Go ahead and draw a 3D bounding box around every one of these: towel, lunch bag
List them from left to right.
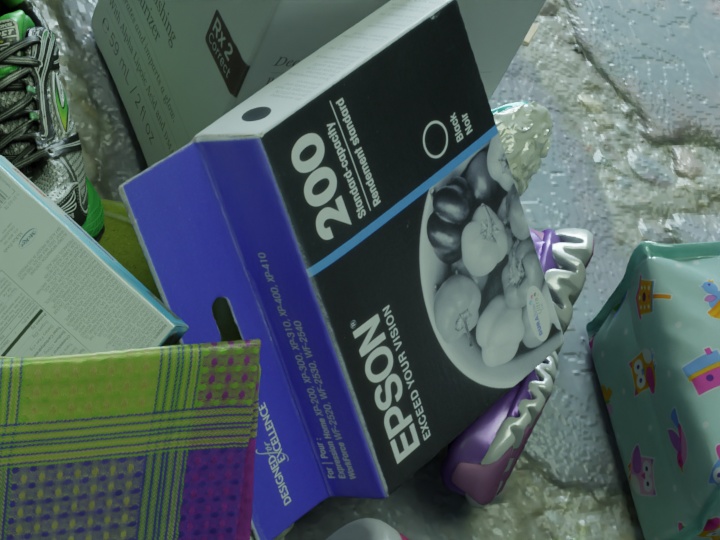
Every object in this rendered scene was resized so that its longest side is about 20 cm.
[{"bbox_3d":[-0.115,0.124,0.864,0.142,0.202,0.023,-4,23,-27],"label":"towel"},{"bbox_3d":[0.247,0.075,1.127,0.198,0.122,0.172,0,56,-21],"label":"lunch bag"}]

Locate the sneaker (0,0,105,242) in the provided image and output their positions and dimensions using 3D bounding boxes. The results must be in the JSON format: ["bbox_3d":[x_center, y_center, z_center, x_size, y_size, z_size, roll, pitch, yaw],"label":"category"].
[{"bbox_3d":[-0.176,-0.072,0.969,0.077,0.086,0.201,-14,41,-10],"label":"sneaker"}]

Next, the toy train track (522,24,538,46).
[{"bbox_3d":[0.067,-0.187,1.284,0.114,0.033,0.201,28,42,2],"label":"toy train track"}]

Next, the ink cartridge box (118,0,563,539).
[{"bbox_3d":[0.000,0.000,0.944,0.200,0.043,0.200,-37,120,-33],"label":"ink cartridge box"}]

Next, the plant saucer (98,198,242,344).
[{"bbox_3d":[-0.145,0.034,0.951,0.198,0.031,0.201,-1,49,1],"label":"plant saucer"}]

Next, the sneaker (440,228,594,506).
[{"bbox_3d":[0.064,0.041,1.088,0.088,0.081,0.201,24,44,-2],"label":"sneaker"}]

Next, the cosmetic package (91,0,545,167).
[{"bbox_3d":[-0.026,-0.147,1.076,0.164,0.201,0.166,-4,51,-30],"label":"cosmetic package"}]

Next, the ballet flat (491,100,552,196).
[{"bbox_3d":[0.028,-0.018,1.074,0.199,0.072,0.072,-28,70,-8],"label":"ballet flat"}]

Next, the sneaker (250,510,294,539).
[{"bbox_3d":[-0.072,0.095,0.986,0.087,0.074,0.201,33,49,-26],"label":"sneaker"}]

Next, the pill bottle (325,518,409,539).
[{"bbox_3d":[0.049,0.213,0.910,0.199,0.113,0.114,38,46,-15],"label":"pill bottle"}]

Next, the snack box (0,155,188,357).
[{"bbox_3d":[-0.183,0.062,0.875,0.116,0.037,0.200,41,92,6],"label":"snack box"}]
